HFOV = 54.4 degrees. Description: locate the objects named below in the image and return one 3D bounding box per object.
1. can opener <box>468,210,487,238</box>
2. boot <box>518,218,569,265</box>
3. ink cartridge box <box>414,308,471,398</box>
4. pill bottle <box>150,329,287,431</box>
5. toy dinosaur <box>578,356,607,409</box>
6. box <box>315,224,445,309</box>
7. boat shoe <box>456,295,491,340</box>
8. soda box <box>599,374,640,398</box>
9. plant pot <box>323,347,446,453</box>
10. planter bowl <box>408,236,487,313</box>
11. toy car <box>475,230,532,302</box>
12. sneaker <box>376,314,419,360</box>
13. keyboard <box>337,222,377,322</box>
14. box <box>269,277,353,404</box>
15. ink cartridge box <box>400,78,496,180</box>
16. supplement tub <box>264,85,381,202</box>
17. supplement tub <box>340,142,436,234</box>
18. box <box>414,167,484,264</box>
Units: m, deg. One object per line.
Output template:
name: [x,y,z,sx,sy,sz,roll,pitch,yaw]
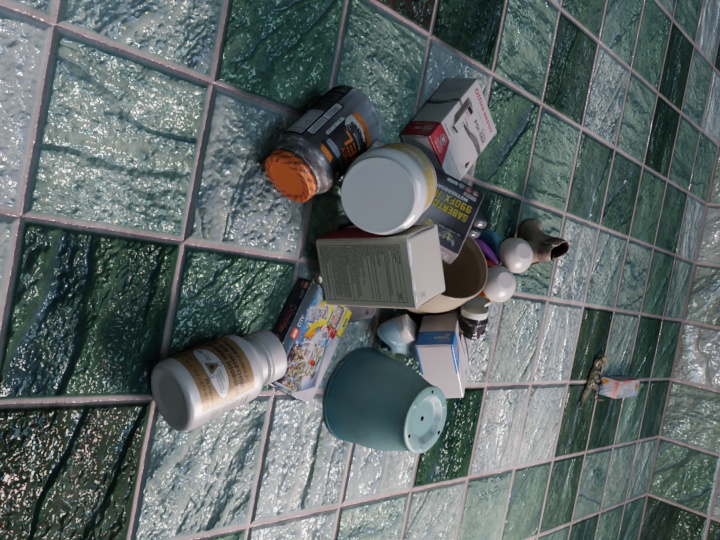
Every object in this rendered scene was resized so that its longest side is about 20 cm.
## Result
can opener: [0.229,-0.139,1.497,0.067,0.200,0.053,14,123,-27]
boot: [0.466,-0.073,1.795,0.200,0.146,0.070,-38,123,-36]
ink cartridge box: [0.185,0.158,1.528,0.200,0.084,0.145,-67,148,-55]
pill bottle: [-0.220,0.167,1.121,0.200,0.114,0.115,-21,114,-44]
toy dinosaur: [0.777,0.383,2.325,0.088,0.047,0.200,37,72,-30]
box: [0.036,-0.010,1.259,0.109,0.200,0.128,-25,111,-52]
boat shoe: [0.236,0.093,1.468,0.200,0.074,0.060,-65,162,-77]
soda box: [0.906,0.406,2.453,0.200,0.068,0.064,8,93,-48]
plant pot: [0.062,0.272,1.402,0.200,0.188,0.201,-14,109,-46]
planter bowl: [0.141,0.006,1.434,0.200,0.200,0.135,-30,164,-40]
toy car: [0.286,-0.010,1.629,0.150,0.175,0.200,39,66,-6]
sneaker: [0.083,0.146,1.498,0.200,0.082,0.074,57,23,-58]
keyboard: [0.000,0.000,1.395,0.104,0.040,0.200,-9,107,-23]
box: [-0.103,0.132,1.298,0.137,0.038,0.200,39,70,-45]
ink cartridge box: [0.191,-0.291,1.488,0.200,0.083,0.147,-52,132,-25]
supplement tub: [-0.064,-0.214,1.196,0.200,0.122,0.123,-49,131,-28]
supplement tub: [0.050,-0.142,1.207,0.200,0.145,0.146,-45,137,-71]
box: [0.124,-0.127,1.373,0.159,0.200,0.048,-62,180,-28]
